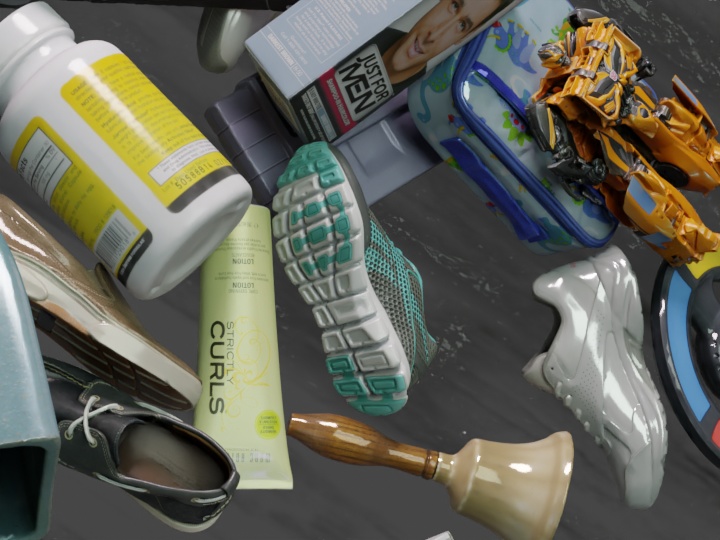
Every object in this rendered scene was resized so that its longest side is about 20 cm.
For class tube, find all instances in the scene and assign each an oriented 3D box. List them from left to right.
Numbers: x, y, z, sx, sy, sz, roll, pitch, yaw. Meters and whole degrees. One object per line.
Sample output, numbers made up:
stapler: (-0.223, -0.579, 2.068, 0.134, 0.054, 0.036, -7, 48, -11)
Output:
tube: (-0.086, 0.055, 1.505, 0.052, 0.058, 0.202, 20, 67, -62)

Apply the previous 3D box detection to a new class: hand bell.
hand bell: (0.043, 0.137, 1.534, 0.199, 0.104, 0.105, 18, 67, -7)

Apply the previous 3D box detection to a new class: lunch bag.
lunch bag: (0.134, -0.118, 1.622, 0.200, 0.082, 0.161, 46, 57, -26)

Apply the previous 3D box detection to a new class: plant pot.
plant pot: (-0.297, 0.054, 1.311, 0.194, 0.197, 0.201, -6, 67, -13)

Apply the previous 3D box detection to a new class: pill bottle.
pill bottle: (-0.177, -0.086, 1.457, 0.200, 0.111, 0.111, 46, 60, 7)

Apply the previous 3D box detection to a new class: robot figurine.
robot figurine: (0.204, -0.103, 1.586, 0.200, 0.058, 0.146, 43, 57, -29)

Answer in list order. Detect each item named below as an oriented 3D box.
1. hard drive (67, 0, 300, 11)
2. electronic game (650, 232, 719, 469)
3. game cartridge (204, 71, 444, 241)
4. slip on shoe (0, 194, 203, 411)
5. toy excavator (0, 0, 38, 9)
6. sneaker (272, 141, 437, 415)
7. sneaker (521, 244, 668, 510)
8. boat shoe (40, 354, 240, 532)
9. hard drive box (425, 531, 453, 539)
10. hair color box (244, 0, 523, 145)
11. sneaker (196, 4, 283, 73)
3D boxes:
hard drive: (-0.118, -0.259, 1.533, 0.198, 0.038, 0.141, 4, 70, 10)
electronic game: (0.294, 0.067, 1.662, 0.199, 0.041, 0.202, 20, 60, -39)
game cartridge: (-0.008, -0.114, 1.603, 0.199, 0.038, 0.130, -33, 95, -30)
slip on shoe: (-0.187, 0.023, 1.453, 0.199, 0.076, 0.061, 32, 66, -5)
toy excavator: (-0.293, -0.264, 1.456, 0.199, 0.193, 0.101, 28, 61, -45)
sneaker: (0.000, 0.000, 1.542, 0.091, 0.077, 0.201, -30, 107, -55)
sneaker: (0.175, 0.087, 1.617, 0.099, 0.078, 0.202, -12, 88, -1)
boat shoe: (-0.172, 0.104, 1.431, 0.199, 0.068, 0.072, 29, 67, -5)
hard drive box: (-0.033, 0.262, 1.406, 0.199, 0.156, 0.077, -25, 85, -30)
hair color box: (0.022, -0.179, 1.513, 0.200, 0.099, 0.061, -37, 68, -4)
sneaker: (-0.058, -0.223, 1.590, 0.080, 0.070, 0.201, 33, 63, -17)
